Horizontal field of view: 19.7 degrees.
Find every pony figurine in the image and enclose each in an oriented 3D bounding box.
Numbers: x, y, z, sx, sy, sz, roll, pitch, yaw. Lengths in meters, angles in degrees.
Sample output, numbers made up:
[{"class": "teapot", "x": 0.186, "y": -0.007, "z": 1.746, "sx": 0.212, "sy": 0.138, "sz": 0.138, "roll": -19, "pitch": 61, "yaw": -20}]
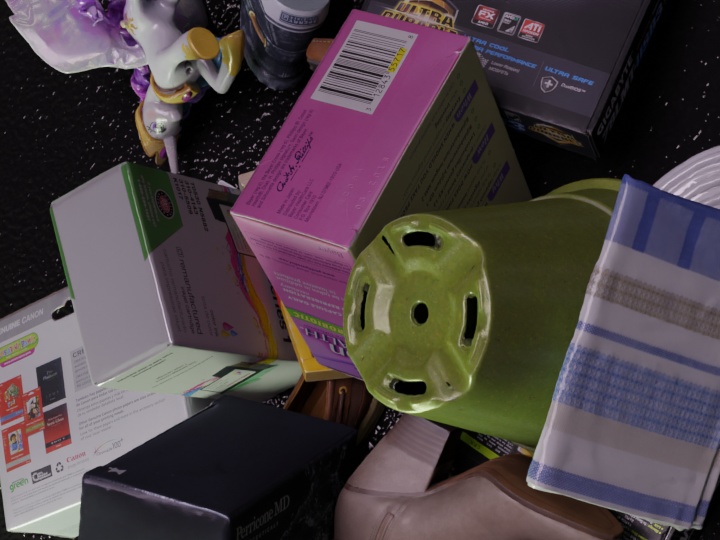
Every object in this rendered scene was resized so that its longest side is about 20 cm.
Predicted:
[{"class": "pony figurine", "x": -0.168, "y": -0.194, "z": 1.643, "sx": 0.194, "sy": 0.166, "sz": 0.200, "roll": 60, "pitch": 150, "yaw": 13}]

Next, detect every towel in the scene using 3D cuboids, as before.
[{"class": "towel", "x": 0.183, "y": 0.055, "z": 1.274, "sx": 0.024, "sy": 0.146, "sz": 0.201, "roll": 18, "pitch": 91, "yaw": 57}]

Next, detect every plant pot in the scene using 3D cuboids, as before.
[{"class": "plant pot", "x": 0.094, "y": 0.030, "z": 1.319, "sx": 0.199, "sy": 0.189, "sz": 0.201, "roll": -6, "pitch": 81, "yaw": 43}]

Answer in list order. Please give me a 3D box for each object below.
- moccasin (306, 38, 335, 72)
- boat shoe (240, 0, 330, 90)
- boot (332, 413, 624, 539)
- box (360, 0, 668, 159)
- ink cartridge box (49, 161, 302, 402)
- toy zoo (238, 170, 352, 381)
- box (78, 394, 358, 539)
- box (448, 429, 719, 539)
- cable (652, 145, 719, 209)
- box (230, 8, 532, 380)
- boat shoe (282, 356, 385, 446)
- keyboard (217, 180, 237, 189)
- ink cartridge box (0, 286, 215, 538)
[{"class": "moccasin", "x": 0.051, "y": -0.171, "z": 1.539, "sx": 0.201, "sy": 0.074, "sz": 0.078, "roll": -3, "pitch": 75, "yaw": 34}, {"class": "boat shoe", "x": -0.071, "y": -0.239, "z": 1.645, "sx": 0.091, "sy": 0.070, "sz": 0.201, "roll": 112, "pitch": 157, "yaw": -46}, {"class": "boot", "x": 0.070, "y": 0.190, "z": 1.406, "sx": 0.200, "sy": 0.070, "sz": 0.147, "roll": 30, "pitch": 107, "yaw": 31}, {"class": "box", "x": 0.116, "y": -0.202, "z": 1.465, "sx": 0.199, "sy": 0.050, "sz": 0.199, "roll": 21, "pitch": 78, "yaw": 23}, {"class": "ink cartridge box", "x": -0.122, "y": 0.013, "z": 1.539, "sx": 0.084, "sy": 0.200, "sz": 0.145, "roll": -27, "pitch": 69, "yaw": 29}, {"class": "toy zoo", "x": 0.000, "y": 0.000, "z": 1.527, "sx": 0.131, "sy": 0.020, "sz": 0.201, "roll": -16, "pitch": 66, "yaw": -7}, {"class": "box", "x": -0.101, "y": 0.215, "z": 1.434, "sx": 0.117, "sy": 0.197, "sz": 0.201, "roll": 12, "pitch": 108, "yaw": 23}, {"class": "box", "x": 0.130, "y": 0.166, "z": 1.429, "sx": 0.200, "sy": 0.047, "sz": 0.194, "roll": 31, "pitch": 101, "yaw": 35}, {"class": "cable", "x": 0.256, "y": 0.015, "z": 1.357, "sx": 0.199, "sy": 0.069, "sz": 0.201, "roll": -18, "pitch": 70, "yaw": 31}, {"class": "box", "x": 0.021, "y": -0.043, "z": 1.416, "sx": 0.096, "sy": 0.200, "sz": 0.176, "roll": 17, "pitch": 65, "yaw": 29}, {"class": "boat shoe", "x": -0.050, "y": 0.147, "z": 1.546, "sx": 0.072, "sy": 0.067, "sz": 0.201, "roll": 29, "pitch": 97, "yaw": 36}, {"class": "keyboard", "x": -0.053, "y": -0.007, "z": 1.617, "sx": 0.200, "sy": 0.011, "sz": 0.056, "roll": 30, "pitch": 98, "yaw": 36}, {"class": "ink cartridge box", "x": -0.195, "y": 0.099, "z": 1.648, "sx": 0.199, "sy": 0.084, "sz": 0.176, "roll": -23, "pitch": 68, "yaw": 29}]
